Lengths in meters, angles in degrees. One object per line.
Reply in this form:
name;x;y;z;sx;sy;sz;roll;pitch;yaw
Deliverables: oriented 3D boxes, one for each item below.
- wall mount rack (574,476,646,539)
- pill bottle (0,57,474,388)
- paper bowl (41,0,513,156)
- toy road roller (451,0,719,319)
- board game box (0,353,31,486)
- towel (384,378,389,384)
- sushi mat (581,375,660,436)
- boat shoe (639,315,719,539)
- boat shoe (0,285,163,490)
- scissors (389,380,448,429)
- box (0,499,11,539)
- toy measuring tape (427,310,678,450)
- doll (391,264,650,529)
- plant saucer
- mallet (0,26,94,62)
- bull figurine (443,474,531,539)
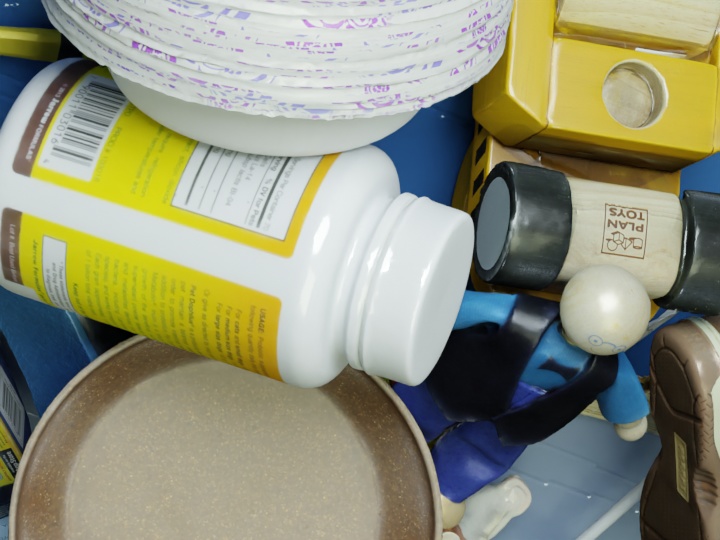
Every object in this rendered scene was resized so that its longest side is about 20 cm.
wall mount rack;0.165;0.186;1.352;0.200;0.074;0.175;27;79;-39
pill bottle;-0.056;-0.016;1.081;0.199;0.109;0.110;18;121;14
paper bowl;-0.035;-0.122;1.051;0.199;0.201;0.105;1;123;-13
toy road roller;0.104;-0.065;1.184;0.122;0.146;0.201;8;82;-16
board game box;-0.281;0.039;1.168;0.199;0.062;0.201;-15;132;8
towel;-0.059;0.002;1.233;0.086;0.018;0.200;-25;123;8
sushi mat;0.210;0.090;1.311;0.199;0.096;0.012;18;75;-22
boat shoe;0.187;0.101;1.228;0.075;0.075;0.203;-20;137;-17
boat shoe;-0.115;0.050;1.199;0.084;0.069;0.201;2;121;33
scissors;0.000;0.000;1.195;0.073;0.014;0.200;-36;106;26
box;-0.147;0.202;1.301;0.136;0.038;0.201;-21;125;-18
toy measuring tape;0.099;0.029;1.264;0.200;0.074;0.074;-39;123;-8
doll;0.072;0.053;1.146;0.136;0.049;0.200;24;141;-16
plant saucer;-0.062;0.117;1.156;0.199;0.037;0.202;-1;99;-5
mallet;-0.144;-0.112;1.134;0.199;0.041;0.066;-2;125;-16
bull figurine;0.005;0.149;1.264;0.199;0.121;0.066;-11;95;-16
